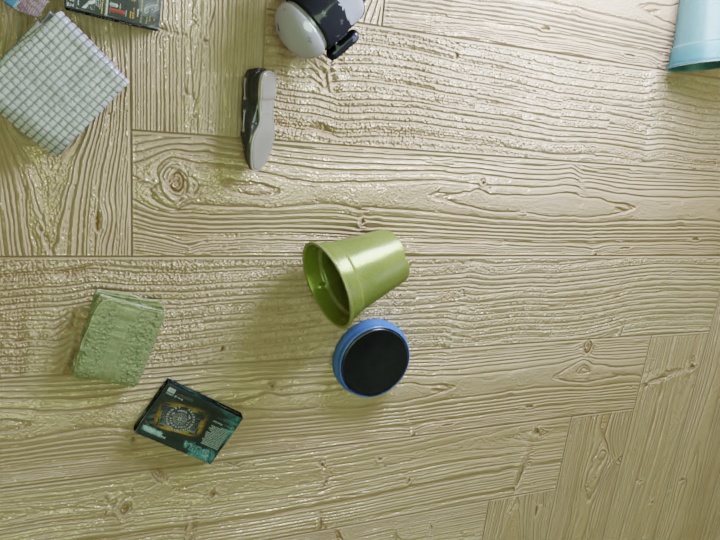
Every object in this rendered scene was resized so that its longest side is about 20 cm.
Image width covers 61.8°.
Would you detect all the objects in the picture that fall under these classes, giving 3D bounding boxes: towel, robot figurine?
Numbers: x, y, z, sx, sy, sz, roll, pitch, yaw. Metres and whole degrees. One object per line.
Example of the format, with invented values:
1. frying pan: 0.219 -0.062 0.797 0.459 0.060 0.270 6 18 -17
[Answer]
1. towel: -0.499 0.141 1.241 0.148 0.036 0.201 17 99 -26
2. robot figurine: -0.073 -0.504 1.159 0.200 0.125 0.150 -45 87 -3
3. towel: -0.532 -0.326 1.053 0.200 0.086 0.166 -47 116 -1

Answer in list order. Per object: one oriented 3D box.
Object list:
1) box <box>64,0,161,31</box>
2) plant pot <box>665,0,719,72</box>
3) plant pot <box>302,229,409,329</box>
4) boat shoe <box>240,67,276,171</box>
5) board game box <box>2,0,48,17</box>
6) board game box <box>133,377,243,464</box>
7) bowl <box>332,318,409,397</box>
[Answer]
1. box: -0.421 -0.540 1.045 0.157 0.050 0.201 5 105 -24
2. plant pot: 0.865 -0.604 1.476 0.199 0.200 0.197 -6 101 -20
3. plant pot: 0.000 0.000 1.325 0.184 0.200 0.201 -24 114 -25
4. boat shoe: -0.211 -0.304 1.211 0.067 0.057 0.201 -17 122 -55
5. board game box: -0.569 -0.530 0.933 0.200 0.097 0.160 36 98 -16
6. board game box: -0.385 0.342 1.355 0.200 0.028 0.136 35 92 -28
7. bowl: 0.031 0.220 1.478 0.199 0.039 0.202 -7 109 -20
